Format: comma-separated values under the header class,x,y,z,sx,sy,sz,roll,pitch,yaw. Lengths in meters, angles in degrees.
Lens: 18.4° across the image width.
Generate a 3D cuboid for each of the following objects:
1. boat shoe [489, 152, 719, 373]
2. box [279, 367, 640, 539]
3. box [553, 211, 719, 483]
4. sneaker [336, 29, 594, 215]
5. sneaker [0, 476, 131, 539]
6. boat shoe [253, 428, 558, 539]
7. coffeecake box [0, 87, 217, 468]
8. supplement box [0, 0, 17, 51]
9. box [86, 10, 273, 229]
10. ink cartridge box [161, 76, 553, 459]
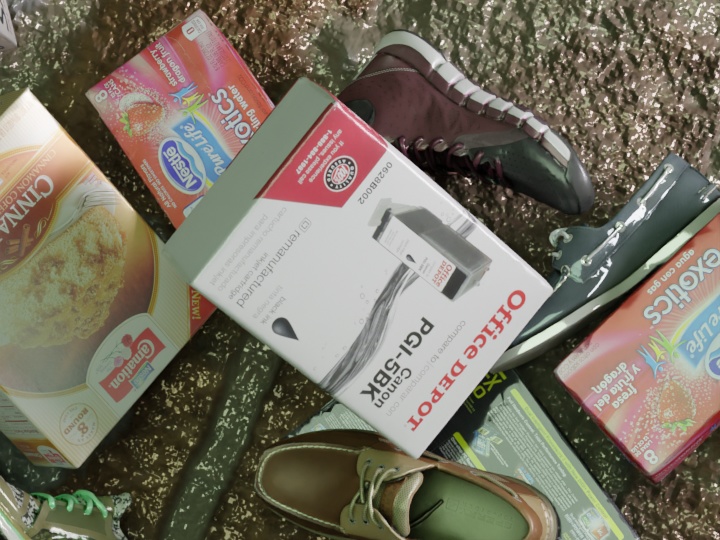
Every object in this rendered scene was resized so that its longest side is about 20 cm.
class,x,y,z,sx,sy,sz,roll,pitch,yaw
boat shoe,0.153,-0.005,1.473,0.200,0.073,0.062,-35,83,-12
box,0.066,0.148,1.489,0.160,0.044,0.200,-37,77,2
box,0.230,0.037,1.448,0.200,0.100,0.096,-43,77,1
sneaker,0.054,-0.069,1.488,0.115,0.076,0.200,-43,56,-15
sneaker,-0.196,0.173,1.491,0.077,0.200,0.089,6,53,52
boat shoe,0.028,0.144,1.436,0.199,0.074,0.076,9,84,12
coffeecake box,-0.217,0.007,1.473,0.200,0.073,0.154,49,64,-20
supplement box,-0.362,-0.195,1.603,0.199,0.074,0.127,-17,78,7
box,-0.085,-0.062,1.514,0.099,0.095,0.200,-35,78,2
ink cartridge box,0.000,0.000,1.401,0.200,0.083,0.147,38,91,-24
